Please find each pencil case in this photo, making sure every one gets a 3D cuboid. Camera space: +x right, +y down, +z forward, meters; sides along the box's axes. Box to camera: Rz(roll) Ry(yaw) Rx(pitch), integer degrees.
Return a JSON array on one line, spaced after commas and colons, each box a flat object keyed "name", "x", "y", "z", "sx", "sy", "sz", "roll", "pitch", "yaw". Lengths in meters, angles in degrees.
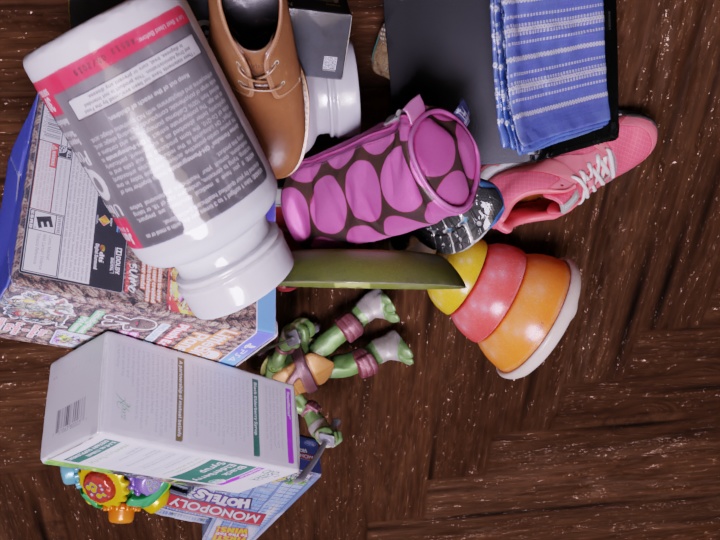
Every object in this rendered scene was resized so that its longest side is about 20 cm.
[{"name": "pencil case", "x": 0.008, "y": -0.075, "z": 0.699, "sx": 0.094, "sy": 0.091, "sz": 0.199, "roll": 46, "pitch": 145, "yaw": -22}]

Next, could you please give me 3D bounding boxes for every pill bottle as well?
[{"name": "pill bottle", "x": -0.122, "y": -0.073, "z": 0.551, "sx": 0.109, "sy": 0.111, "sz": 0.202, "roll": -23, "pitch": 111, "yaw": 9}, {"name": "pill bottle", "x": -0.102, "y": -0.150, "z": 0.725, "sx": 0.197, "sy": 0.109, "sz": 0.110, "roll": -7, "pitch": 128, "yaw": -4}]

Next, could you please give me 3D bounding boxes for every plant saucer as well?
[{"name": "plant saucer", "x": 0.000, "y": 0.000, "z": 0.772, "sx": 0.197, "sy": 0.200, "sz": 0.032, "roll": 2, "pitch": 88, "yaw": -10}]

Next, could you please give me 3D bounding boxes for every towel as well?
[{"name": "towel", "x": 0.157, "y": -0.205, "z": 0.671, "sx": 0.144, "sy": 0.024, "sz": 0.203, "roll": -20, "pitch": 110, "yaw": -37}]

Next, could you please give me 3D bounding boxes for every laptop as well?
[{"name": "laptop", "x": 0.130, "y": -0.191, "z": 0.733, "sx": 0.198, "sy": 0.103, "sz": 0.180, "roll": -18, "pitch": 110, "yaw": -36}]

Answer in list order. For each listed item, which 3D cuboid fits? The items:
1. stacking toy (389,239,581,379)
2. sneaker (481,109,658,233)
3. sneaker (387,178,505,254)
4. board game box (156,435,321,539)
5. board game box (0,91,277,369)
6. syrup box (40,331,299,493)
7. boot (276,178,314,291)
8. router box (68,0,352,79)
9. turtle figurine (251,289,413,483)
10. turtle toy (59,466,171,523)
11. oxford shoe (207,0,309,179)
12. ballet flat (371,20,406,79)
[{"name": "stacking toy", "x": 0.121, "y": 0.009, "z": 0.890, "sx": 0.198, "sy": 0.147, "sz": 0.147, "roll": 31, "pitch": 119, "yaw": -7}, {"name": "sneaker", "x": 0.210, "y": -0.088, "z": 0.833, "sx": 0.198, "sy": 0.087, "sz": 0.074, "roll": -22, "pitch": 128, "yaw": 8}, {"name": "sneaker", "x": 0.082, "y": -0.070, "z": 0.781, "sx": 0.089, "sy": 0.200, "sz": 0.079, "roll": -29, "pitch": 102, "yaw": -16}, {"name": "board game box", "x": -0.179, "y": 0.284, "z": 1.068, "sx": 0.197, "sy": 0.062, "sz": 0.201, "roll": 16, "pitch": 122, "yaw": -20}, {"name": "board game box", "x": -0.173, "y": -0.023, "z": 0.653, "sx": 0.198, "sy": 0.162, "sz": 0.097, "roll": 15, "pitch": 149, "yaw": -31}, {"name": "syrup box", "x": -0.144, "y": 0.121, "z": 0.670, "sx": 0.078, "sy": 0.083, "sz": 0.199, "roll": -26, "pitch": 146, "yaw": 33}, {"name": "boot", "x": -0.113, "y": -0.039, "z": 0.833, "sx": 0.197, "sy": 0.073, "sz": 0.146, "roll": 4, "pitch": 128, "yaw": -16}, {"name": "router box", "x": -0.113, "y": -0.214, "z": 0.645, "sx": 0.197, "sy": 0.158, "sz": 0.053, "roll": 4, "pitch": 126, "yaw": -11}, {"name": "turtle figurine", "x": -0.032, "y": 0.115, "z": 0.895, "sx": 0.192, "sy": 0.200, "sz": 0.145, "roll": -29, "pitch": 89, "yaw": -12}, {"name": "turtle toy", "x": -0.263, "y": 0.205, "z": 0.942, "sx": 0.145, "sy": 0.101, "sz": 0.200, "roll": 39, "pitch": 116, "yaw": -2}, {"name": "oxford shoe", "x": -0.073, "y": -0.140, "z": 0.564, "sx": 0.070, "sy": 0.072, "sz": 0.202, "roll": -10, "pitch": 129, "yaw": -3}, {"name": "ballet flat", "x": 0.094, "y": -0.166, "z": 0.776, "sx": 0.198, "sy": 0.071, "sz": 0.065, "roll": 29, "pitch": 128, "yaw": -18}]
